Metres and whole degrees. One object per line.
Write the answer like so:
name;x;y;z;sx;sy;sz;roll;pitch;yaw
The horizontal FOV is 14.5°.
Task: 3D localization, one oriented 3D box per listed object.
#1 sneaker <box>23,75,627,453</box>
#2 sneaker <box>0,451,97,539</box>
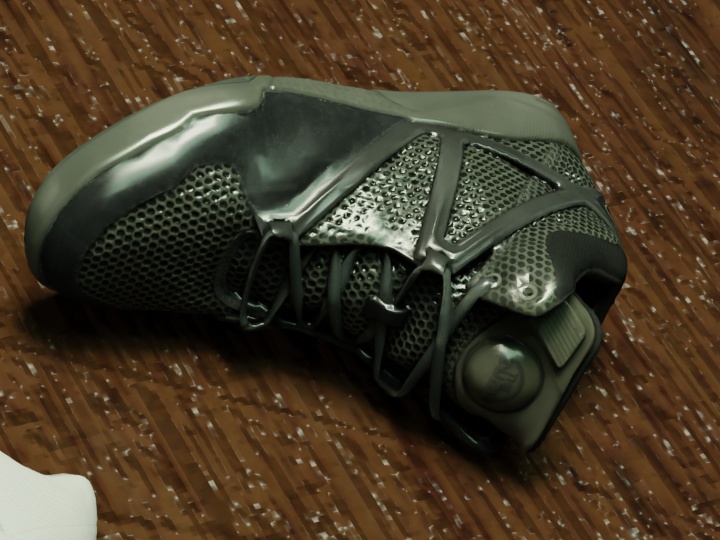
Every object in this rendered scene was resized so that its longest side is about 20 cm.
sneaker;0.000;0.000;0.871;0.199;0.076;0.114;-1;41;-31
sneaker;-0.162;0.052;0.768;0.199;0.075;0.087;31;31;-2
